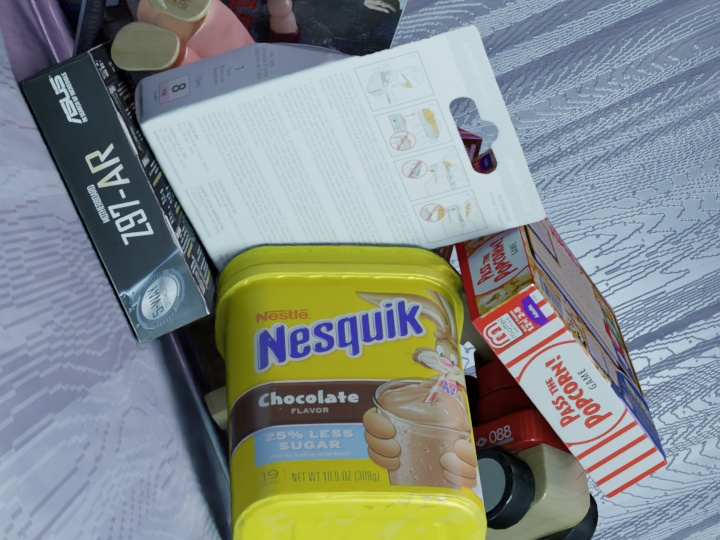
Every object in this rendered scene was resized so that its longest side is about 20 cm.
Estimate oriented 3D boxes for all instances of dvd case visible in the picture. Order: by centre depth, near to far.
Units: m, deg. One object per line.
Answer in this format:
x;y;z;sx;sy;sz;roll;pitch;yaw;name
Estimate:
-0.076;-0.160;1.404;0.146;0.200;0.022;112;-20;-49;dvd case

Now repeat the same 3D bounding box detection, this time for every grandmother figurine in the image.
-0.077;-0.117;1.373;0.061;0.121;0.200;39;-3;29;grandmother figurine

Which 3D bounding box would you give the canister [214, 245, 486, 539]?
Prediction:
-0.007;0.082;1.273;0.200;0.148;0.087;-96;-171;-48;canister

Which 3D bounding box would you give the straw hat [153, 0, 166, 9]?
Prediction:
-0.185;-0.203;1.153;0.201;0.085;0.201;61;-3;5;straw hat

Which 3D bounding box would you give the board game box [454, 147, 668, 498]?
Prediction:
0.118;0.028;1.383;0.152;0.046;0.200;52;13;-23;board game box

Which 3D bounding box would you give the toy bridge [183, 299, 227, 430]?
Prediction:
-0.110;0.019;1.447;0.067;0.027;0.200;66;0;-68;toy bridge

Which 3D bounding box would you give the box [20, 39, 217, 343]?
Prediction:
-0.136;-0.052;1.303;0.200;0.043;0.160;-107;173;-81;box

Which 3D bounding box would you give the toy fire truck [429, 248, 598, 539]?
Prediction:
0.043;0.090;1.429;0.129;0.176;0.200;25;51;-45;toy fire truck

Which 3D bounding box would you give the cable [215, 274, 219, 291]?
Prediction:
-0.049;-0.047;1.537;0.200;0.069;0.200;38;46;-48;cable

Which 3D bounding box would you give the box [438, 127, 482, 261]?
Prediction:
0.000;0.000;1.459;0.039;0.137;0.200;26;-72;40;box

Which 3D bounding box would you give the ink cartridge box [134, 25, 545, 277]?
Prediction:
-0.010;-0.070;1.301;0.057;0.200;0.163;-101;170;-46;ink cartridge box

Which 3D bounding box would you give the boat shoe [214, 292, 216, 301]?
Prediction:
-0.104;-0.030;1.575;0.074;0.073;0.200;-93;159;-86;boat shoe

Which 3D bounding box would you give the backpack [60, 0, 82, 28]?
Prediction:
-0.116;-0.214;1.661;0.183;0.200;0.147;66;1;-50;backpack
